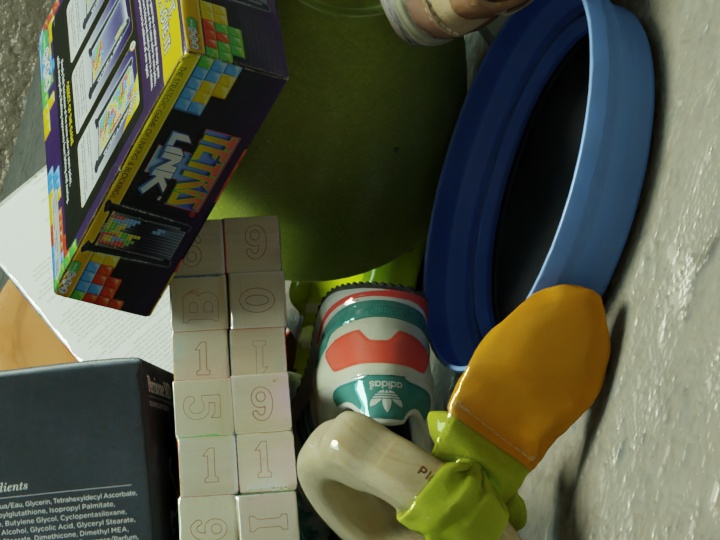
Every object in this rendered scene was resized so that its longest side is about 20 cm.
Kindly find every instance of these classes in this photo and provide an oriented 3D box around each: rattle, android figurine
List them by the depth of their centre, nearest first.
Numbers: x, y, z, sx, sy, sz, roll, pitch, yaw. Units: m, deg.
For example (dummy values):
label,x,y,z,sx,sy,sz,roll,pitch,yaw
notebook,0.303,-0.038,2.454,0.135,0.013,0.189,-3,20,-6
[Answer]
label,x,y,z,sx,sy,sz,roll,pitch,yaw
rattle,0.044,0.099,1.126,0.200,0.130,0.143,79,-152,-63
android figurine,0.000,0.000,1.409,0.182,0.041,0.201,-176,102,-74

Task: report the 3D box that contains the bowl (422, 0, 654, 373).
label,x,y,z,sx,sy,sz,roll,pitch,yaw
bowl,0.087,-0.043,1.155,0.201,0.039,0.201,-164,90,-74

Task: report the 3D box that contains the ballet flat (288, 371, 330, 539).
label,x,y,z,sx,sy,sz,roll,pitch,yaw
ballet flat,-0.051,0.096,1.342,0.200,0.071,0.072,82,-171,-54

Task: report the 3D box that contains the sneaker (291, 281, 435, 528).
label,x,y,z,sx,sy,sz,roll,pitch,yaw
sneaker,-0.001,0.097,1.207,0.200,0.070,0.094,100,172,-50

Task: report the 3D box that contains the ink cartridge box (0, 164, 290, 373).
label,x,y,z,sx,sy,sz,roll,pitch,yaw
ink cartridge box,-0.132,0.013,1.392,0.200,0.109,0.050,47,173,29

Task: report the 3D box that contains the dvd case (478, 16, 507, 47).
label,x,y,z,sx,sy,sz,roll,pitch,yaw
dvd case,0.102,-0.230,1.301,0.150,0.025,0.201,-113,40,-65

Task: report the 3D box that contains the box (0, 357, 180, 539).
label,x,y,z,sx,sy,sz,roll,pitch,yaw
box,-0.145,0.155,1.240,0.148,0.107,0.201,49,-146,-82

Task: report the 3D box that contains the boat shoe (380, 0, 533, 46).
label,x,y,z,sx,sy,sz,roll,pitch,yaw
boat shoe,0.090,-0.181,1.152,0.072,0.076,0.200,-1,44,49

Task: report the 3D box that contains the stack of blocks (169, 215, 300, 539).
label,x,y,z,sx,sy,sz,roll,pitch,yaw
stack of blocks,-0.064,0.077,1.180,0.115,0.058,0.201,102,165,-78

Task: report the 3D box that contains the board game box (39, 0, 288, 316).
label,x,y,z,sx,sy,sz,roll,pitch,yaw
board game box,-0.103,-0.106,1.163,0.165,0.057,0.200,-55,31,36

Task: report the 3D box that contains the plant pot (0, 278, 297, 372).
label,x,y,z,sx,sy,sz,roll,pitch,yaw
plant pot,-0.148,0.062,1.481,0.140,0.199,0.201,59,-147,-58

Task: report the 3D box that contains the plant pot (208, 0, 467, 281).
label,x,y,z,sx,sy,sz,roll,pitch,yaw
plant pot,-0.020,-0.120,1.244,0.200,0.186,0.188,107,171,-63
